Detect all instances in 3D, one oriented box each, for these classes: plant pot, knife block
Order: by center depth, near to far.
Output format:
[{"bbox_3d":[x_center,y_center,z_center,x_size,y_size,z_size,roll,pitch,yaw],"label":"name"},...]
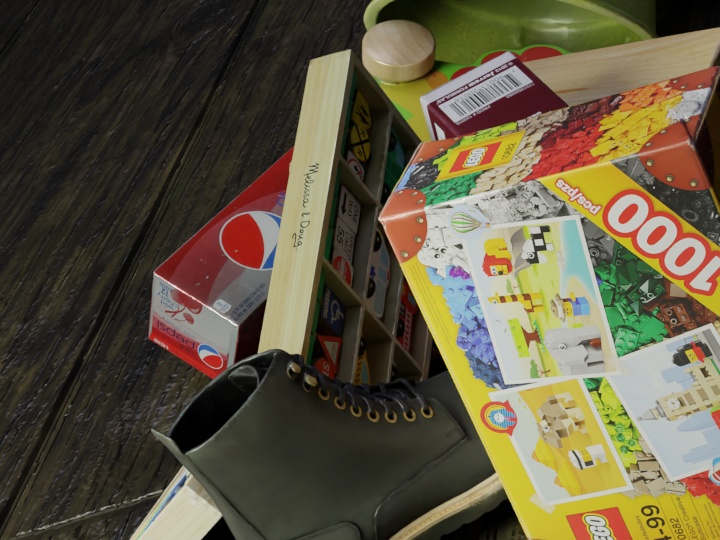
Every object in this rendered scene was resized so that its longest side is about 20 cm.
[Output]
[{"bbox_3d":[0.182,-0.095,1.235,0.175,0.064,0.200,-28,26,-12],"label":"knife block"},{"bbox_3d":[0.115,-0.237,1.448,0.200,0.200,0.191,-2,73,43],"label":"plant pot"}]

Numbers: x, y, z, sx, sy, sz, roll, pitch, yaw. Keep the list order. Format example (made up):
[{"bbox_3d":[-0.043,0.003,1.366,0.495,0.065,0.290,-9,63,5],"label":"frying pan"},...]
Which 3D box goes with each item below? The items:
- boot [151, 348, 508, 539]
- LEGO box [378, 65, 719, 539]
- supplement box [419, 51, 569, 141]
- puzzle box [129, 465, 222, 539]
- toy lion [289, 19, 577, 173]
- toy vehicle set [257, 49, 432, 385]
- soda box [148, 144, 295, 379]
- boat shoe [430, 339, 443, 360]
[{"bbox_3d":[0.010,0.063,1.058,0.200,0.138,0.077,-45,31,-15],"label":"boot"},{"bbox_3d":[0.120,0.026,0.983,0.149,0.200,0.077,-14,25,27],"label":"LEGO box"},{"bbox_3d":[0.110,-0.017,1.133,0.061,0.109,0.200,-27,41,-11],"label":"supplement box"},{"bbox_3d":[-0.070,0.094,1.176,0.133,0.025,0.200,-50,3,41],"label":"puzzle box"},{"bbox_3d":[0.075,-0.073,1.359,0.191,0.069,0.200,14,47,16],"label":"toy lion"},{"bbox_3d":[0.000,0.000,1.165,0.026,0.124,0.201,-11,53,27],"label":"toy vehicle set"},{"bbox_3d":[-0.047,-0.017,1.392,0.070,0.064,0.200,31,50,18],"label":"soda box"},{"bbox_3d":[0.037,0.015,1.255,0.199,0.072,0.068,-21,22,12],"label":"boat shoe"}]
